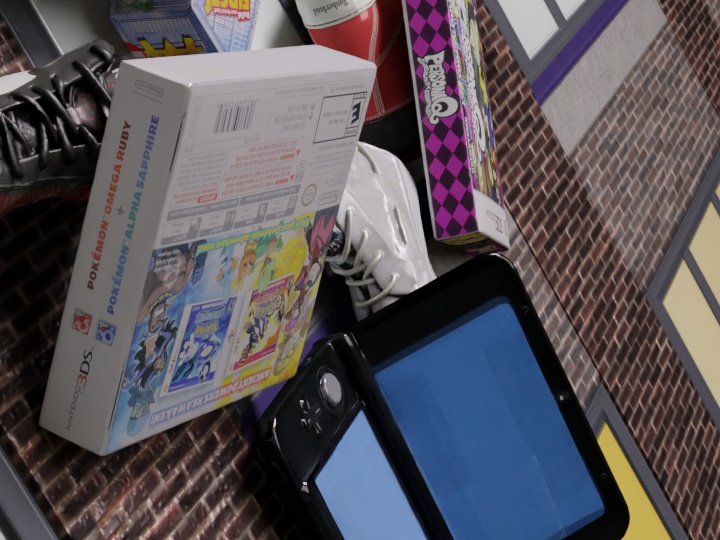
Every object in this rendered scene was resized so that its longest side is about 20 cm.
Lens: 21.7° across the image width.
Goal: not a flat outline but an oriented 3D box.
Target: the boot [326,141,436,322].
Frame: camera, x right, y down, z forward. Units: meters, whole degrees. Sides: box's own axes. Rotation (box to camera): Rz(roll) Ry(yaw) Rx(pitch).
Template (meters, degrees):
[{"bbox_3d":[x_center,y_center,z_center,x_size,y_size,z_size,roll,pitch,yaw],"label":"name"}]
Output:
[{"bbox_3d":[0.000,0.000,1.159,0.095,0.073,0.201,23,39,-44],"label":"boot"}]

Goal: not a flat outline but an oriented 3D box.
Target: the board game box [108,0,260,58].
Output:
[{"bbox_3d":[-0.111,-0.206,1.047,0.199,0.061,0.202,10,81,-60],"label":"board game box"}]

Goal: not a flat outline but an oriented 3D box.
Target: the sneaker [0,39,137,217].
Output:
[{"bbox_3d":[-0.152,-0.068,0.900,0.200,0.097,0.071,-22,89,-62],"label":"sneaker"}]

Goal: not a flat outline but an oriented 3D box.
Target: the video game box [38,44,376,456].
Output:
[{"bbox_3d":[-0.071,-0.018,0.942,0.200,0.046,0.184,-17,123,-63],"label":"video game box"}]

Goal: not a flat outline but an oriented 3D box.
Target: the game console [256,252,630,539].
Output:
[{"bbox_3d":[0.053,0.121,1.072,0.201,0.116,0.176,63,26,-13],"label":"game console"}]

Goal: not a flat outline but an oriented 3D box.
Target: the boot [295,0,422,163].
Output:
[{"bbox_3d":[0.014,-0.157,1.318,0.200,0.072,0.145,-70,141,-61],"label":"boot"}]

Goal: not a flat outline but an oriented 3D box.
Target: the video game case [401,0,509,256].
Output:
[{"bbox_3d":[0.065,-0.115,1.293,0.181,0.035,0.202,19,63,-79],"label":"video game case"}]
